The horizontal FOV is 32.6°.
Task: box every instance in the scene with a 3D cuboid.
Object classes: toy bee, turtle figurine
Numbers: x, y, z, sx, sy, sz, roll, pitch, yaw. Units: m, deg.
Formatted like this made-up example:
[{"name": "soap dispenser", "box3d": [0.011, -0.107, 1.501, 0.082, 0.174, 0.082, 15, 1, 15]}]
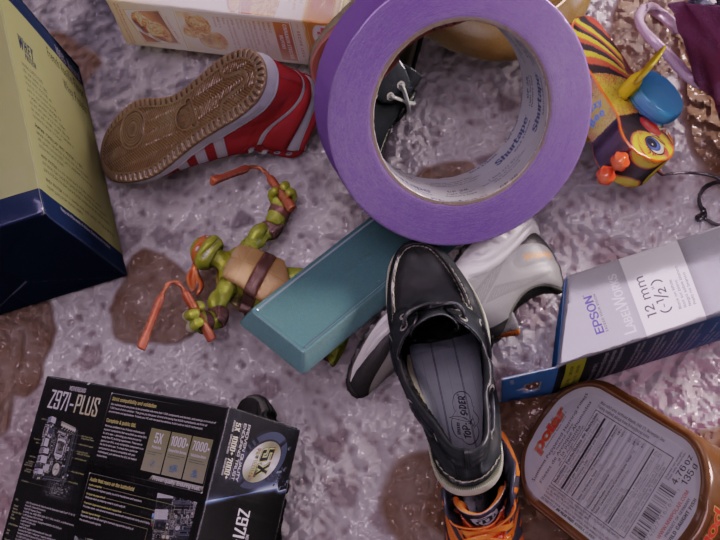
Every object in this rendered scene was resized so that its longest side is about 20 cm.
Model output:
[{"name": "toy bee", "box3d": [0.208, -0.114, 0.955, 0.200, 0.132, 0.108, 36, 38, 27]}, {"name": "turtle figurine", "box3d": [-0.080, 0.017, 0.987, 0.160, 0.065, 0.201, 26, 55, 5]}]

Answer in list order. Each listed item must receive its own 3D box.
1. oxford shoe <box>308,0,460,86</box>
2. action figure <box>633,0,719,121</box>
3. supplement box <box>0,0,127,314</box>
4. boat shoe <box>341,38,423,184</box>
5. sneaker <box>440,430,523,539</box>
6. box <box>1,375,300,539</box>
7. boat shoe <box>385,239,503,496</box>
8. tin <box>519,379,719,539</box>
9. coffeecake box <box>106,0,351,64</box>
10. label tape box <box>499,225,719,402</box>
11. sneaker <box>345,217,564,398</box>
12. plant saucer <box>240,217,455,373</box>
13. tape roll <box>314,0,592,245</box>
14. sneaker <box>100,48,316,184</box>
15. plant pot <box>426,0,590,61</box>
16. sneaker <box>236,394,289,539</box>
[{"name": "oxford shoe", "box3d": [0.037, -0.213, 0.952, 0.199, 0.074, 0.071, -35, 114, 1]}, {"name": "action figure", "box3d": [0.298, -0.128, 0.961, 0.148, 0.134, 0.202, -11, 102, 38]}, {"name": "supplement box", "box3d": [-0.295, -0.091, 0.975, 0.133, 0.200, 0.201, -16, 76, 2]}, {"name": "boat shoe", "box3d": [0.021, -0.164, 1.018, 0.060, 0.076, 0.202, 5, 78, 14]}, {"name": "sneaker", "box3d": [0.087, 0.202, 0.902, 0.077, 0.112, 0.202, -11, 75, 5]}, {"name": "box", "box3d": [-0.161, 0.176, 0.913, 0.199, 0.086, 0.165, 3, 75, 37]}, {"name": "boat shoe", "box3d": [0.057, 0.056, 0.877, 0.074, 0.066, 0.201, -9, 62, 4]}, {"name": "tin", "box3d": [0.185, 0.147, 0.872, 0.042, 0.200, 0.112, 36, 88, -28]}, {"name": "coffeecake box", "box3d": [-0.096, -0.265, 1.049, 0.198, 0.073, 0.155, 8, 69, 9]}, {"name": "label tape box", "box3d": [0.191, 0.036, 0.912, 0.198, 0.143, 0.067, -16, 75, 3]}, {"name": "sneaker", "box3d": [0.073, 0.039, 0.965, 0.200, 0.074, 0.080, -37, 80, -3]}, {"name": "plant saucer", "box3d": [0.000, 0.000, 0.959, 0.070, 0.019, 0.200, 36, 55, 24]}, {"name": "tape roll", "box3d": [0.068, -0.123, 0.915, 0.198, 0.066, 0.202, -4, 110, -10]}, {"name": "sneaker", "box3d": [-0.120, -0.118, 1.037, 0.199, 0.112, 0.072, -21, 75, 33]}, {"name": "plant pot", "box3d": [0.107, -0.271, 1.023, 0.198, 0.028, 0.202, 4, 71, -12]}, {"name": "sneaker", "box3d": [-0.096, 0.196, 0.946, 0.079, 0.075, 0.202, -2, 76, 9]}]
